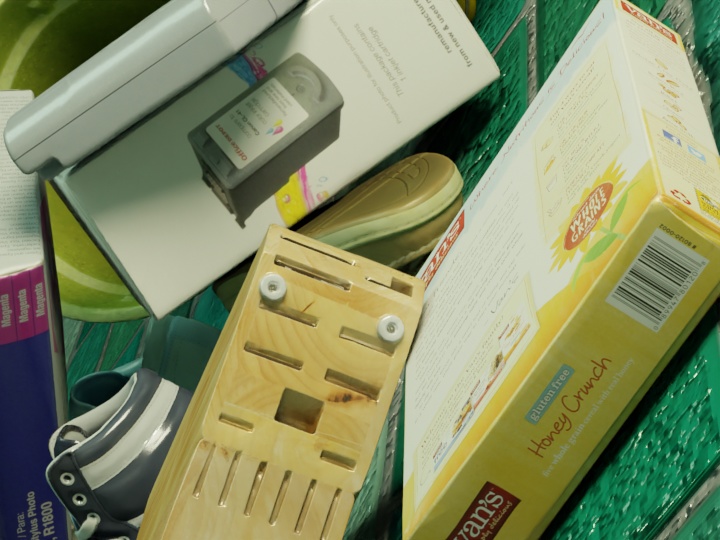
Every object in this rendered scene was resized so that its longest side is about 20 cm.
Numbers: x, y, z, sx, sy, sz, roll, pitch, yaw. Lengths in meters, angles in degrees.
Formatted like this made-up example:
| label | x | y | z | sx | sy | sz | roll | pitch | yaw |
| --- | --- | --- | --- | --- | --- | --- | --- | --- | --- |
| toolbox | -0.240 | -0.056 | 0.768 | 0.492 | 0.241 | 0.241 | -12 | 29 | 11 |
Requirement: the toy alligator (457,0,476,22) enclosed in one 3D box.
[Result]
| label | x | y | z | sx | sy | sz | roll | pitch | yaw |
| --- | --- | --- | --- | --- | --- | --- | --- | --- | --- |
| toy alligator | 0.015 | -0.119 | 1.299 | 0.200 | 0.059 | 0.055 | 148 | 111 | -66 |

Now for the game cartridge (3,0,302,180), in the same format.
| label | x | y | z | sx | sy | sz | roll | pitch | yaw |
| --- | --- | --- | --- | --- | --- | --- | --- | --- | --- |
| game cartridge | -0.081 | -0.108 | 1.101 | 0.133 | 0.042 | 0.200 | -37 | 7 | 17 |

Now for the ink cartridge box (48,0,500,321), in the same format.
| label | x | y | z | sx | sy | sz | roll | pitch | yaw |
| --- | --- | --- | --- | --- | --- | --- | --- | --- | --- |
| ink cartridge box | -0.045 | -0.068 | 1.147 | 0.199 | 0.086 | 0.148 | -37 | 7 | -6 |

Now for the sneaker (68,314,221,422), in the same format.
| label | x | y | z | sx | sy | sz | roll | pitch | yaw |
| --- | --- | --- | --- | --- | --- | --- | --- | --- | --- |
| sneaker | -0.129 | 0.092 | 1.295 | 0.200 | 0.082 | 0.074 | -52 | 12 | 31 |

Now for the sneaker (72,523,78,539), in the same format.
| label | x | y | z | sx | sy | sz | roll | pitch | yaw |
| --- | --- | --- | --- | --- | --- | --- | --- | --- | --- |
| sneaker | -0.182 | 0.194 | 1.274 | 0.204 | 0.077 | 0.146 | -63 | 15 | -12 |

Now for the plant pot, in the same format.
| label | x | y | z | sx | sy | sz | roll | pitch | yaw |
| --- | --- | --- | --- | --- | --- | --- | --- | --- | --- |
| plant pot | -0.107 | -0.076 | 1.340 | 0.201 | 0.200 | 0.184 | -56 | -14 | 12 |

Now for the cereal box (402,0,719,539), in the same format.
| label | x | y | z | sx | sy | sz | roll | pitch | yaw |
| --- | --- | --- | --- | --- | --- | --- | --- | --- | --- |
| cereal box | 0.066 | 0.001 | 0.804 | 0.144 | 0.039 | 0.200 | -56 | 11 | 22 |

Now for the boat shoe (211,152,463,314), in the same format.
| label | x | y | z | sx | sy | sz | roll | pitch | yaw |
| --- | --- | --- | --- | --- | --- | --- | --- | --- | --- |
| boat shoe | -0.002 | 0.002 | 1.075 | 0.073 | 0.063 | 0.200 | -37 | 6 | -31 |

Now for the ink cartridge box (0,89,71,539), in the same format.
| label | x | y | z | sx | sy | sz | roll | pitch | yaw |
| --- | --- | --- | --- | --- | --- | --- | --- | --- | --- |
| ink cartridge box | -0.163 | 0.049 | 1.142 | 0.201 | 0.043 | 0.198 | -104 | 11 | -51 |

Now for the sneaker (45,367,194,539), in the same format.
| label | x | y | z | sx | sy | sz | roll | pitch | yaw |
| --- | --- | --- | --- | --- | --- | --- | --- | --- | --- |
| sneaker | -0.110 | 0.139 | 1.029 | 0.201 | 0.108 | 0.070 | -59 | 11 | 1 |

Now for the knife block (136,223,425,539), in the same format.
| label | x | y | z | sx | sy | sz | roll | pitch | yaw |
| --- | --- | --- | --- | --- | --- | --- | --- | --- | --- |
| knife block | -0.049 | 0.093 | 0.921 | 0.176 | 0.063 | 0.202 | 157 | 132 | -79 |
